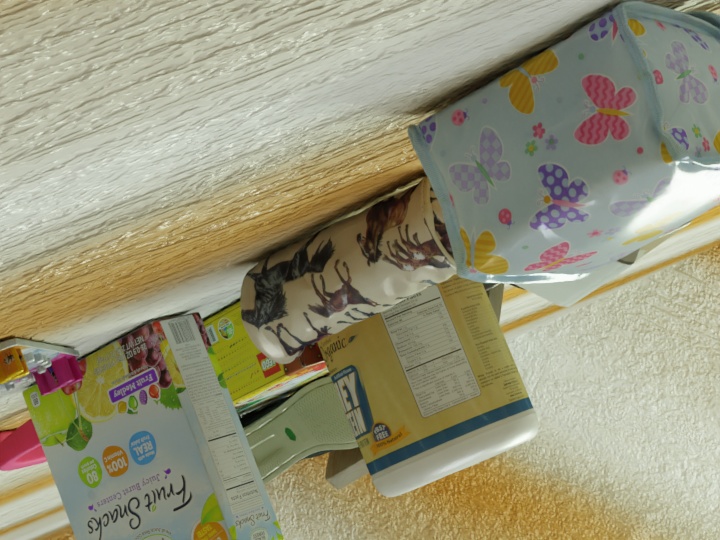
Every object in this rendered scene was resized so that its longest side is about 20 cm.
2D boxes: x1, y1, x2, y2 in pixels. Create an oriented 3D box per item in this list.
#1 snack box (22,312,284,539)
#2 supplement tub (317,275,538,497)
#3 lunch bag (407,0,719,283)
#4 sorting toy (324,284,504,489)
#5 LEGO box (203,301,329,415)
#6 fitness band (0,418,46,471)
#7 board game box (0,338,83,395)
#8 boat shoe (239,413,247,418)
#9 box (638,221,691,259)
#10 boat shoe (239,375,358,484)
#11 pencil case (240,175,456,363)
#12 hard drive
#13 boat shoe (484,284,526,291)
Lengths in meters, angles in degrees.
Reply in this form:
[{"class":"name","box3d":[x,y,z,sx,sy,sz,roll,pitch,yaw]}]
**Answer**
[{"class":"snack box","box3d":[-0.171,0.158,1.657,0.168,0.201,0.068,-28,172,36]},{"class":"supplement tub","box3d":[0.045,0.067,1.642,0.144,0.201,0.145,-22,173,-3]},{"class":"lunch bag","box3d":[0.154,-0.074,1.221,0.169,0.128,0.199,-29,161,33]},{"class":"sorting toy","box3d":[0.036,0.076,1.910,0.198,0.070,0.201,-34,-151,34]},{"class":"LEGO box","box3d":[-0.079,0.068,1.779,0.199,0.078,0.148,-28,171,41]},{"class":"fitness band","box3d":[-0.275,0.147,1.942,0.143,0.038,0.200,-25,174,15]},{"class":"board game box","box3d":[-0.316,0.104,1.498,0.199,0.026,0.200,-23,173,3]},{"class":"boat shoe","box3d":[-0.142,0.129,1.999,0.070,0.066,0.200,-35,179,21]},{"class":"box","box3d":[0.206,-0.049,1.725,0.077,0.096,0.200,-22,175,-9]},{"class":"boat shoe","box3d":[-0.040,0.131,1.825,0.199,0.072,0.068,-25,-169,14]},{"class":"pencil case","box3d":[0.000,0.000,1.489,0.199,0.078,0.089,-27,152,31]},{"class":"hard drive","box3d":[0.138,-0.023,1.633,0.026,0.131,0.200,-65,-177,-13]},{"class":"boat shoe","box3d":[0.151,-0.018,1.873,0.199,0.074,0.074,-16,171,-43]}]
